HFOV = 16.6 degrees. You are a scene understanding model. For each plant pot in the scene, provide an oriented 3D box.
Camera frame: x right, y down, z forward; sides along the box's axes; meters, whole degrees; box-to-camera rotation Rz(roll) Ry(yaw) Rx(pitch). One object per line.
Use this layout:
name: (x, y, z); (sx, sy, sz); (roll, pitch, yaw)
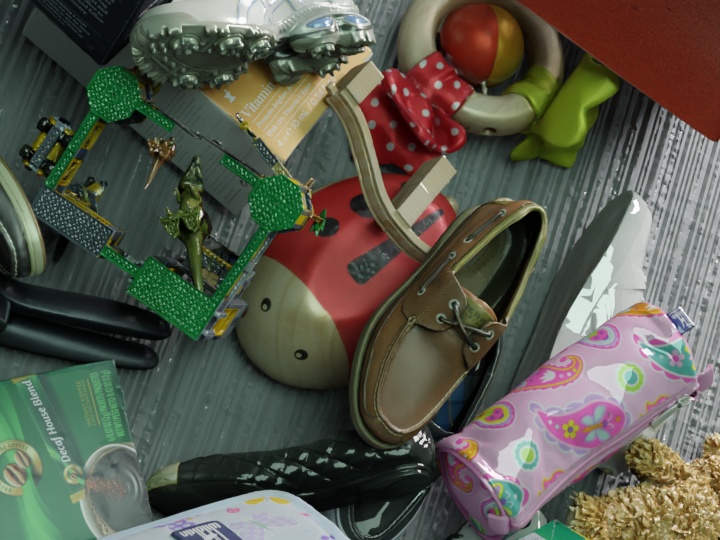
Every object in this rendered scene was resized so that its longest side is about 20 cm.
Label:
plant pot: (0.236, -0.249, 1.805); (0.199, 0.176, 0.200); (34, 25, -9)

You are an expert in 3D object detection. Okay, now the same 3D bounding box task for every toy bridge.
toy bridge: (0.038, -0.052, 1.705); (0.200, 0.027, 0.067); (50, 57, -16)

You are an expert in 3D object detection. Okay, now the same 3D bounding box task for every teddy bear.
teddy bear: (0.222, 0.185, 1.745); (0.199, 0.067, 0.146); (4, 71, -38)

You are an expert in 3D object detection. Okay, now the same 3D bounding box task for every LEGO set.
LEGO set: (-0.123, -0.042, 1.656); (0.199, 0.116, 0.154); (26, 93, 8)

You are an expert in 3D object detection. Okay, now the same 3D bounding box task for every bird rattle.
bird rattle: (0.084, -0.142, 1.825); (0.199, 0.113, 0.164); (-1, 62, -9)

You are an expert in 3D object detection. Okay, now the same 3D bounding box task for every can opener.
can opener: (-0.224, 0.033, 1.647); (0.199, 0.063, 0.079); (16, 41, -27)

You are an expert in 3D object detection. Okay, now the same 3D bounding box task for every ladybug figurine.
ladybug figurine: (0.000, 0.000, 1.738); (0.200, 0.072, 0.136); (-41, 91, -27)

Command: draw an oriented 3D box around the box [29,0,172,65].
box: (-0.131, -0.248, 1.573); (0.104, 0.200, 0.148); (42, 57, 0)

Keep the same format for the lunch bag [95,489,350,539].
lunch bag: (-0.101, 0.216, 1.557); (0.169, 0.200, 0.128); (-13, 79, -24)

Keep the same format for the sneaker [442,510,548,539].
sneaker: (0.061, 0.220, 1.700); (0.199, 0.074, 0.080); (-12, 74, -33)

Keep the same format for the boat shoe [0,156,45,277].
boat shoe: (-0.279, -0.065, 1.630); (0.065, 0.073, 0.200); (-27, 62, -26)

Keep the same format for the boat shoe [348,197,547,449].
boat shoe: (0.059, 0.029, 1.647); (0.072, 0.068, 0.201); (39, 63, -21)

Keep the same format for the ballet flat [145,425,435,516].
ballet flat: (-0.048, 0.135, 1.669); (0.199, 0.067, 0.057); (-7, 58, -5)

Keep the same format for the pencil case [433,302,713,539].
pencil case: (0.147, 0.102, 1.698); (0.200, 0.087, 0.088); (-33, 88, -21)

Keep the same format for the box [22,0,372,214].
box: (-0.114, -0.160, 1.723); (0.200, 0.097, 0.125); (40, 58, -6)

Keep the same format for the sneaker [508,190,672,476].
sneaker: (0.192, 0.051, 1.806); (0.115, 0.074, 0.201); (30, 73, -14)

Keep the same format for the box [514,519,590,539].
box: (0.112, 0.281, 1.667); (0.117, 0.048, 0.201); (-22, 118, -27)

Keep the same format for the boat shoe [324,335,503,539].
boat shoe: (0.044, 0.112, 1.723); (0.070, 0.066, 0.200); (39, 65, -6)

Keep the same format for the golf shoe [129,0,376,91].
golf shoe: (-0.084, -0.175, 1.631); (0.199, 0.078, 0.098); (-7, 72, -49)

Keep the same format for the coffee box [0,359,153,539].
coffee box: (-0.243, 0.137, 1.611); (0.199, 0.044, 0.124); (-10, 78, -24)
